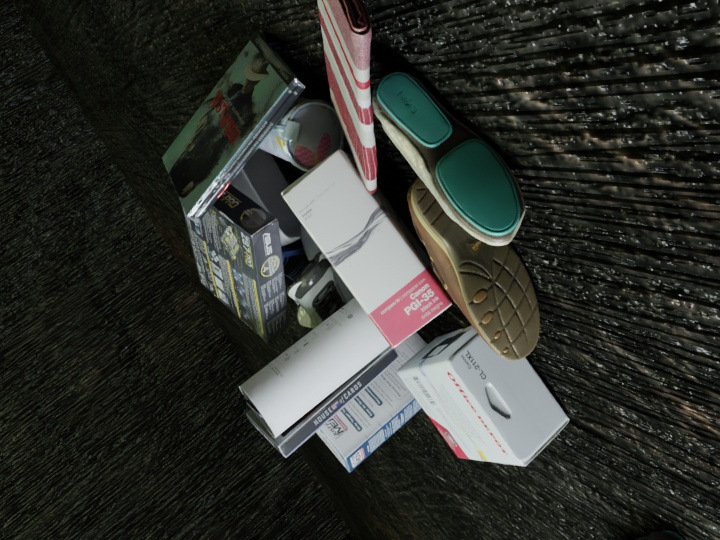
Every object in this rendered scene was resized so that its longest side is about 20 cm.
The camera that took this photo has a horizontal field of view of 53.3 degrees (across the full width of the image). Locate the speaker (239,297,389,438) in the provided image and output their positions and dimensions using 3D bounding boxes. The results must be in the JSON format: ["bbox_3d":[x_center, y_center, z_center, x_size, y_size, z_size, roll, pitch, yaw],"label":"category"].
[{"bbox_3d":[-0.057,0.121,0.920,0.081,0.199,0.082,46,161,21],"label":"speaker"}]

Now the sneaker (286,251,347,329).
[{"bbox_3d":[-0.048,0.041,0.985,0.079,0.074,0.201,38,164,17],"label":"sneaker"}]

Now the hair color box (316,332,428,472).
[{"bbox_3d":[0.025,0.178,1.028,0.100,0.199,0.061,43,160,28],"label":"hair color box"}]

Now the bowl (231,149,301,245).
[{"bbox_3d":[-0.162,-0.118,1.032,0.202,0.074,0.200,59,-171,-4],"label":"bowl"}]

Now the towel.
[{"bbox_3d":[-0.010,-0.188,0.670,0.201,0.022,0.146,84,170,-58],"label":"towel"}]

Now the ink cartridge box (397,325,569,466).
[{"bbox_3d":[0.142,0.151,0.875,0.147,0.082,0.200,54,162,1],"label":"ink cartridge box"}]

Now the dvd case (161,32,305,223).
[{"bbox_3d":[-0.157,-0.172,0.849,0.022,0.200,0.147,31,-163,-42],"label":"dvd case"}]

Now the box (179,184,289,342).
[{"bbox_3d":[-0.168,-0.022,0.949,0.160,0.049,0.202,37,146,31],"label":"box"}]

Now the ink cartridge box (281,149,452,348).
[{"bbox_3d":[0.013,-0.028,0.800,0.201,0.082,0.146,54,-171,0],"label":"ink cartridge box"}]

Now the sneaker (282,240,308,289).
[{"bbox_3d":[-0.114,-0.001,1.106,0.069,0.199,0.080,8,98,23],"label":"sneaker"}]

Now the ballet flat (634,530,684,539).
[{"bbox_3d":[0.312,0.344,0.816,0.068,0.068,0.201,44,159,26],"label":"ballet flat"}]

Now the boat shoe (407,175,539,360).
[{"bbox_3d":[0.110,-0.006,0.709,0.202,0.071,0.068,60,167,1],"label":"boat shoe"}]

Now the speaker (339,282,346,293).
[{"bbox_3d":[-0.013,0.093,1.162,0.088,0.088,0.202,27,148,54],"label":"speaker"}]

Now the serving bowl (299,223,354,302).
[{"bbox_3d":[0.000,0.000,0.991,0.200,0.065,0.201,46,160,22],"label":"serving bowl"}]

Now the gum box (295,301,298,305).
[{"bbox_3d":[-0.082,0.044,1.312,0.202,0.044,0.169,59,161,-11],"label":"gum box"}]

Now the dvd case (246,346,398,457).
[{"bbox_3d":[-0.056,0.161,0.992,0.025,0.199,0.150,58,162,-19],"label":"dvd case"}]

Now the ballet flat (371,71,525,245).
[{"bbox_3d":[0.079,-0.097,0.639,0.202,0.067,0.063,57,175,23],"label":"ballet flat"}]

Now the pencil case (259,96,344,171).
[{"bbox_3d":[-0.102,-0.184,0.886,0.090,0.084,0.199,26,-176,-41],"label":"pencil case"}]
